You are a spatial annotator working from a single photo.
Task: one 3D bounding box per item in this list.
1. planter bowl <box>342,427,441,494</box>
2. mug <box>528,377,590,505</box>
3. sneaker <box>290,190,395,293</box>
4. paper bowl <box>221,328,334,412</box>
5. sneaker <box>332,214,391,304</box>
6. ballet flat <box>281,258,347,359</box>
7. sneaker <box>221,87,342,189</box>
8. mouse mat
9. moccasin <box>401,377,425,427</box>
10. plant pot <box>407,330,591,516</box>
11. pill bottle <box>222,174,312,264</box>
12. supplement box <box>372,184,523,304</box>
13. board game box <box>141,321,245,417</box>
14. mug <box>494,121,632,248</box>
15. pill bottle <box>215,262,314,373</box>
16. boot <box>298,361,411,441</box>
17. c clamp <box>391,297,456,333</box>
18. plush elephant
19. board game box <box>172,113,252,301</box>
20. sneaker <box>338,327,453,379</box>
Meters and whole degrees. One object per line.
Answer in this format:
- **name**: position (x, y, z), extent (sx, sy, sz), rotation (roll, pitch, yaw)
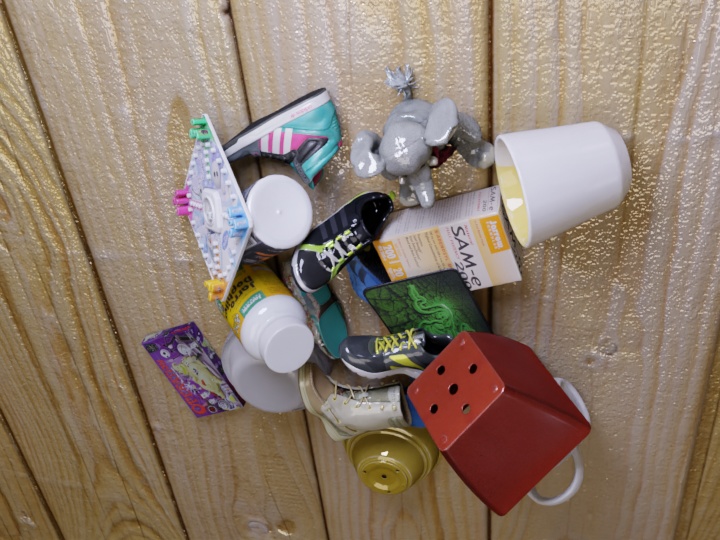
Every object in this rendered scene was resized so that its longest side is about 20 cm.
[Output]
- **planter bowl**: position (0.051, 0.359, 1.524), extent (0.195, 0.084, 0.204), rotation (8, 128, 10)
- **mug**: position (0.293, 0.283, 1.334), extent (0.174, 0.203, 0.146), rotation (-37, 145, 26)
- **sneaker**: position (-0.023, -0.052, 1.168), extent (0.072, 0.201, 0.082), rotation (48, 155, -18)
- **paper bowl**: position (-0.149, 0.168, 1.423), extent (0.196, 0.105, 0.204), rotation (7, 127, 9)
- **sneaker**: position (0.000, 0.000, 1.281), extent (0.078, 0.067, 0.201), rotation (-24, 117, 33)
- **ballet flat**: position (-0.076, 0.057, 1.353), extent (0.063, 0.075, 0.203), rotation (11, 129, 44)
- **sneaker**: position (-0.106, -0.169, 1.177), extent (0.197, 0.084, 0.122), rotation (-21, 109, 26)
- **mouse mat**: position (0.110, 0.073, 1.263), extent (0.158, 0.008, 0.201), rotation (-14, 137, 22)
- **moccasin**: position (0.071, 0.226, 1.431), extent (0.195, 0.069, 0.082), rotation (1, 119, 14)
- **plant pot**: position (0.188, 0.209, 1.229), extent (0.200, 0.201, 0.175), rotation (-47, 129, 12)
- **pill bottle**: position (-0.154, -0.069, 1.212), extent (0.106, 0.107, 0.199), rotation (40, 157, -16)
- **supplement box**: position (0.133, -0.035, 1.213), extent (0.196, 0.074, 0.128), rotation (-13, 123, 23)
- **board game box**: position (-0.313, 0.192, 1.535), extent (0.118, 0.033, 0.202), rotation (-13, 122, 29)
- **mug**: position (0.268, -0.125, 1.081), extent (0.150, 0.187, 0.153), rotation (-16, 94, 1)
- **pill bottle**: position (-0.150, 0.073, 1.278), extent (0.111, 0.200, 0.115), rotation (-14, 123, -23)
- **boot**: position (-0.007, 0.208, 1.343), extent (0.151, 0.073, 0.202), rotation (-12, 135, 19)
- **c clamp**: position (0.139, 0.101, 1.313), extent (0.167, 0.028, 0.202), rotation (-11, 139, 11)
- **plush elephant**: position (0.076, -0.158, 1.082), extent (0.162, 0.156, 0.202), rotation (-18, 121, 26)
- **board game box**: position (-0.224, -0.087, 1.192), extent (0.025, 0.203, 0.201), rotation (-12, 152, -29)
- **sneaker**: position (0.063, 0.120, 1.275), extent (0.195, 0.076, 0.086), rotation (6, 136, -14)
